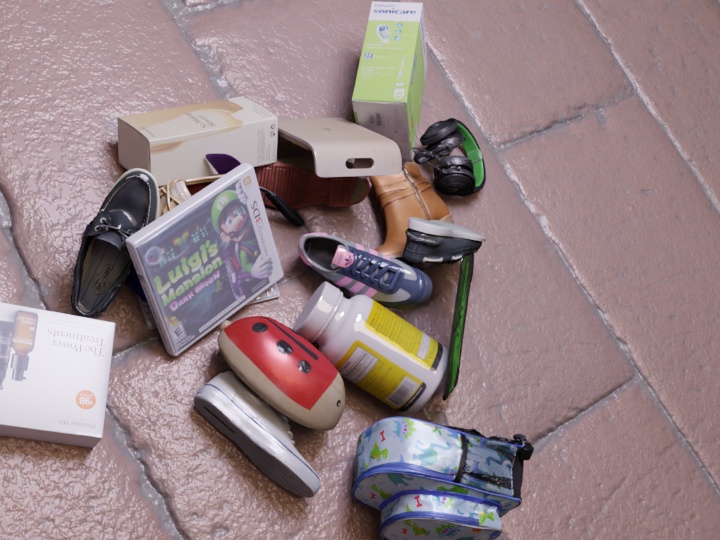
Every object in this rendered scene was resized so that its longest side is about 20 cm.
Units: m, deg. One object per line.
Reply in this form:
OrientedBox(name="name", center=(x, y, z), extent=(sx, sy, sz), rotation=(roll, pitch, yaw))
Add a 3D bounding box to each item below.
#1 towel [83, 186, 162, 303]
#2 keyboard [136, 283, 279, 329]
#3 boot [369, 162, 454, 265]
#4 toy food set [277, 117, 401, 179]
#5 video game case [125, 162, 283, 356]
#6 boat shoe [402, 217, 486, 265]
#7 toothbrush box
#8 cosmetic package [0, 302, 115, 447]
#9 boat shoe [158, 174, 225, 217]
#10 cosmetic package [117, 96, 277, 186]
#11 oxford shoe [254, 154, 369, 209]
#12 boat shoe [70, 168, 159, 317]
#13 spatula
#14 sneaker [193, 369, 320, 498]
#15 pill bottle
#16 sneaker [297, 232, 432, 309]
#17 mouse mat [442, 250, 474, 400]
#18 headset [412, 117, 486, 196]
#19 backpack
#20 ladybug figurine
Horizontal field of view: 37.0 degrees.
OrientedBox(name="towel", center=(-0.250, -0.048, 1.447), extent=(0.148, 0.050, 0.200), rotation=(44, 53, 17))
OrientedBox(name="keyboard", center=(-0.203, 0.031, 1.457), extent=(0.199, 0.011, 0.056), rotation=(-14, 73, -32))
OrientedBox(name="boot", center=(0.051, -0.078, 1.611), extent=(0.200, 0.074, 0.155), rotation=(-18, 76, -46))
OrientedBox(name="toy food set", center=(-0.052, -0.174, 1.546), extent=(0.143, 0.200, 0.061), rotation=(-6, 113, -34))
OrientedBox(name="video game case", center=(-0.194, -0.014, 1.392), extent=(0.023, 0.182, 0.200), rotation=(23, 49, 40))
OrientedBox(name="boat shoe", center=(0.117, -0.038, 1.548), extent=(0.200, 0.075, 0.061), rotation=(6, 104, -56))
OrientedBox(name="toothbrush box", center=(0.049, -0.290, 1.657), extent=(0.086, 0.146, 0.201), rotation=(5, 60, 10))
OrientedBox(name="cosmetic package", center=(-0.402, 0.121, 1.283), extent=(0.199, 0.052, 0.151), rotation=(12, 64, -23))
OrientedBox(name="boat shoe", center=(-0.234, -0.090, 1.406), extent=(0.199, 0.069, 0.074), rotation=(-17, 61, -29))
OrientedBox(name="cosmetic package", center=(-0.224, -0.180, 1.487), extent=(0.199, 0.071, 0.105), rotation=(-17, 34, -34))
OrientedBox(name="oxford shoe", center=(-0.090, -0.135, 1.580), extent=(0.199, 0.071, 0.074), rotation=(5, 33, -21))
OrientedBox(name="boat shoe", center=(-0.307, -0.030, 1.328), extent=(0.074, 0.066, 0.200), rotation=(30, 98, -7))
OrientedBox(name="spatula", center=(-0.137, -0.108, 1.495), extent=(0.200, 0.056, 0.021), rotation=(35, 65, -48))
OrientedBox(name="sneaker", center=(-0.118, 0.204, 1.376), extent=(0.200, 0.073, 0.071), rotation=(44, 57, -2))
OrientedBox(name="pill bottle", center=(0.013, 0.102, 1.473), extent=(0.200, 0.111, 0.112), rotation=(34, 55, -10))
OrientedBox(name="sneaker", center=(0.000, 0.000, 1.483), extent=(0.199, 0.082, 0.070), rotation=(17, 82, 23))
OrientedBox(name="mouse mat", center=(0.138, 0.073, 1.498), extent=(0.007, 0.161, 0.201), rotation=(9, 95, 11))
OrientedBox(name="headset", center=(0.147, -0.180, 1.674), extent=(0.200, 0.094, 0.124), rotation=(-11, 82, -55))
OrientedBox(name="backpack", center=(0.091, 0.277, 1.385), extent=(0.199, 0.183, 0.147), rotation=(20, 57, -12))
OrientedBox(name="ladybug figurine", center=(-0.097, 0.125, 1.397), extent=(0.200, 0.072, 0.136), rotation=(38, 14, -6))
